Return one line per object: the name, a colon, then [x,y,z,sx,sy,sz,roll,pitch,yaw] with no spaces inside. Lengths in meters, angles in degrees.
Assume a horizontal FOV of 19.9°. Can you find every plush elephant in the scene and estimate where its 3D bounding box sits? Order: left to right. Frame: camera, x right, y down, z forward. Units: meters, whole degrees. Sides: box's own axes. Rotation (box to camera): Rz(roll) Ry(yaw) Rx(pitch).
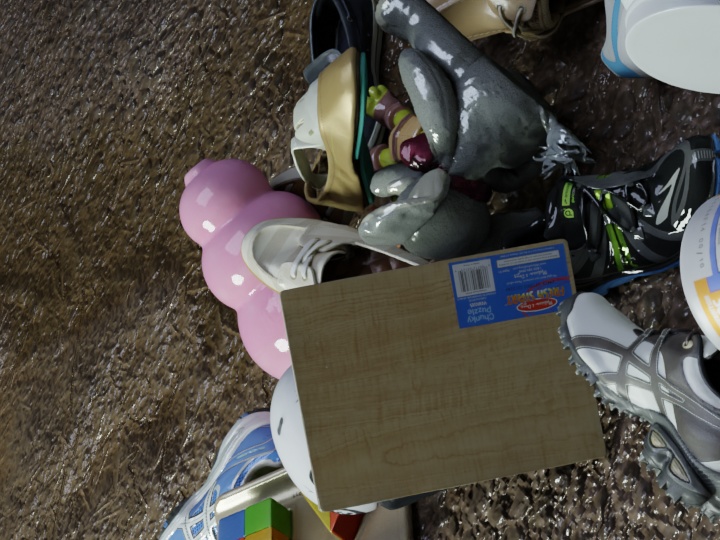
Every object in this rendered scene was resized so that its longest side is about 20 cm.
plush elephant: [0.069,-0.076,1.510,0.155,0.165,0.200,-50,43,11]

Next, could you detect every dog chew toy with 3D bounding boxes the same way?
dog chew toy: [-0.070,-0.006,1.659,0.124,0.200,0.125,-39,-2,-1]

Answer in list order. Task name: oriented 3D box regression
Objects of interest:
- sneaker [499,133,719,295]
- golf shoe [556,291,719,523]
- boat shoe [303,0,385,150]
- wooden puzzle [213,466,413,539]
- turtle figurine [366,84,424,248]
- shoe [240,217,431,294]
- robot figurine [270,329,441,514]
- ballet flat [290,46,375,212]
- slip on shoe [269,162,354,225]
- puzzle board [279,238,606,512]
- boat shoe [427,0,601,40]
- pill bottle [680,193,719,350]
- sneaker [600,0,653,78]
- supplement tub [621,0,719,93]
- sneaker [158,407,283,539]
sneaker: [0.171,-0.034,1.404,0.199,0.083,0.071,-32,46,45]
golf shoe: [0.201,0.065,1.310,0.095,0.078,0.200,-53,45,18]
boat shoe: [-0.018,-0.163,1.808,0.075,0.062,0.201,-30,49,44]
wooden puzzle: [-0.044,0.230,1.567,0.185,0.046,0.201,-25,50,25]
turtle figurine: [0.044,-0.115,1.676,0.161,0.064,0.201,-161,83,-67]
shoe: [0.000,0.000,1.565,0.053,0.199,0.070,68,-138,-69]
robot figurine: [0.035,0.092,1.454,0.125,0.199,0.151,171,74,-83]
ballet flat: [-0.023,-0.100,1.560,0.200,0.063,0.069,86,-175,-61]
slip on shoe: [-0.049,-0.047,1.751,0.061,0.076,0.200,-58,0,-31]
puzzle board: [0.056,0.070,1.385,0.017,0.199,0.151,162,97,-83]
boat shoe: [0.125,-0.210,1.551,0.200,0.071,0.065,-25,59,18]
pill bottle: [0.289,-0.018,1.178,0.200,0.112,0.112,-24,52,51]
sneaker: [0.213,-0.233,1.472,0.081,0.076,0.201,-18,55,54]
supplement tub: [0.245,-0.232,1.351,0.144,0.144,0.201,-19,56,52]
sneaker: [-0.110,0.212,1.702,0.201,0.076,0.077,-64,26,9]
